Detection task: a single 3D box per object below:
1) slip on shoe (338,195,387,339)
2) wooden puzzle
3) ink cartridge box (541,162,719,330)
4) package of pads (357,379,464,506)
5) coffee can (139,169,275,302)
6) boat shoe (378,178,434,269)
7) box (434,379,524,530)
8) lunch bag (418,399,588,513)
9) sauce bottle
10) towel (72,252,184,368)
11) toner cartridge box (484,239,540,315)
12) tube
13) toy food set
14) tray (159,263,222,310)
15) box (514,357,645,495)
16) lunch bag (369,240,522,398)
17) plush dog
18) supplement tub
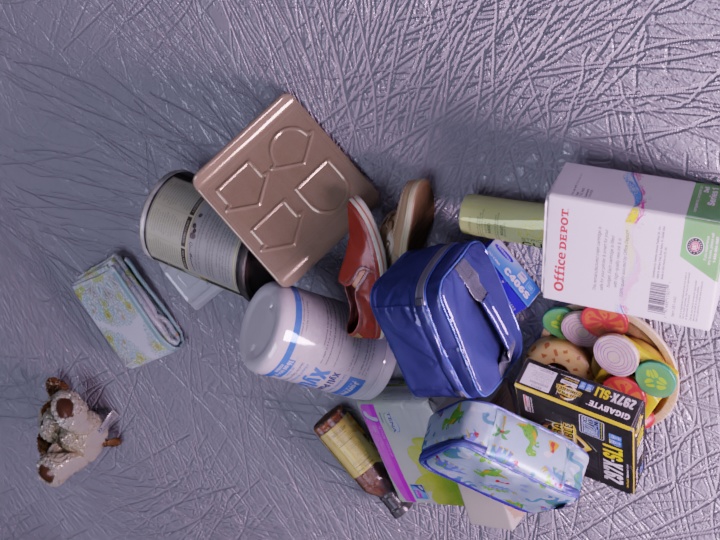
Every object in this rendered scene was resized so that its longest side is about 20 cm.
[{"bbox_3d":[0.000,0.000,1.544,0.074,0.060,0.203,-136,38,-67],"label":"slip on shoe"},{"bbox_3d":[-0.102,-0.109,1.569,0.200,0.185,0.046,48,177,-4],"label":"wooden puzzle"},{"bbox_3d":[0.313,-0.030,1.302,0.197,0.084,0.147,12,128,20],"label":"ink cartridge box"},{"bbox_3d":[0.098,0.260,1.726,0.153,0.068,0.202,-6,116,42],"label":"package of pads"},{"bbox_3d":[-0.206,-0.052,1.689,0.198,0.146,0.148,21,131,26],"label":"coffee can"},{"bbox_3d":[0.051,-0.044,1.539,0.064,0.071,0.202,27,135,20],"label":"boat shoe"},{"bbox_3d":[0.183,0.262,1.641,0.077,0.095,0.202,1,122,38],"label":"box"},{"bbox_3d":[0.184,0.247,1.492,0.198,0.083,0.161,26,155,-14],"label":"lunch bag"},{"bbox_3d":[0.008,0.311,1.841,0.201,0.066,0.066,51,138,-5],"label":"sauce bottle"},{"bbox_3d":[-0.414,0.073,2.028,0.170,0.048,0.201,-20,106,49],"label":"towel"},{"bbox_3d":[0.143,0.041,1.546,0.095,0.043,0.199,50,138,-4],"label":"toner cartridge box"},{"bbox_3d":[0.219,-0.056,1.412,0.197,0.053,0.058,11,171,26],"label":"tube"},{"bbox_3d":[0.312,0.124,1.464,0.199,0.049,0.199,35,136,15],"label":"toy food set"},{"bbox_3d":[-0.259,-0.007,1.858,0.108,0.022,0.199,51,138,-4],"label":"tray"},{"bbox_3d":[0.287,0.204,1.479,0.158,0.050,0.201,18,152,23],"label":"box"},{"bbox_3d":[0.121,0.071,1.453,0.131,0.136,0.202,-7,119,42],"label":"lunch bag"},{"bbox_3d":[-0.587,0.312,2.302,0.171,0.159,0.203,29,108,39],"label":"plush dog"},{"bbox_3d":[-0.060,0.101,1.625,0.198,0.134,0.132,18,147,-29],"label":"supplement tub"}]
